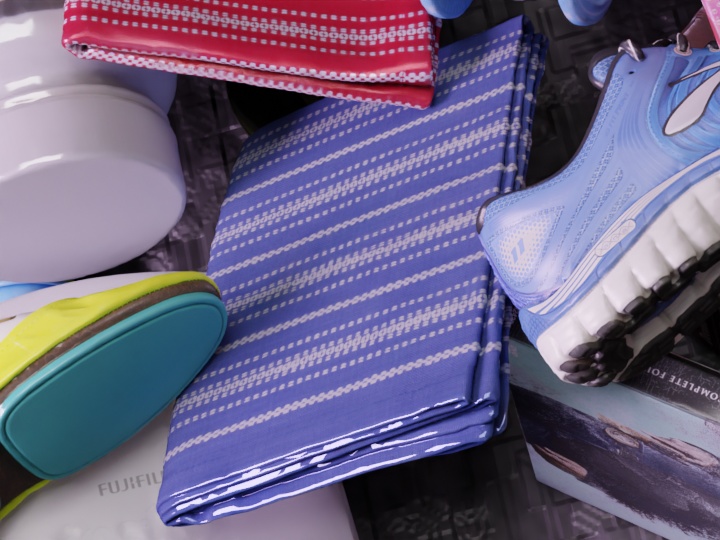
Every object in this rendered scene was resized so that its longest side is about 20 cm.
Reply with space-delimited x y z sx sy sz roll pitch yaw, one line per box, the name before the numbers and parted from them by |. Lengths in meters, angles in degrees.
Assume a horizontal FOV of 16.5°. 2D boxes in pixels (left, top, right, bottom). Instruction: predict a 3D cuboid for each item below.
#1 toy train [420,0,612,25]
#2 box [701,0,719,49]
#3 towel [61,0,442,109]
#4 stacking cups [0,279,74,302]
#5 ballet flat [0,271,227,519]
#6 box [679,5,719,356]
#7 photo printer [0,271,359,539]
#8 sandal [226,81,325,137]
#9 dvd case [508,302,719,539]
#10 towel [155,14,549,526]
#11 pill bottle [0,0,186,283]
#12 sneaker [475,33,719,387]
toy train | 0.083 -0.160 0.942 0.087 0.200 0.114 7 109 30
box | 0.140 -0.146 0.789 0.103 0.095 0.200 -21 24 11
towel | -0.034 -0.154 0.971 0.144 0.022 0.200 8 55 -5
stacking cups | -0.136 0.032 1.030 0.060 0.061 0.200 -14 69 6
ballet flat | -0.139 0.058 0.882 0.200 0.067 0.067 -44 56 -12
box | 0.220 -0.021 0.910 0.200 0.164 0.166 40 81 24
photo printer | -0.085 0.099 0.944 0.166 0.069 0.200 -11 72 -16
sandal | 0.004 -0.046 1.022 0.080 0.057 0.201 -28 48 -1
dvd case | 0.147 0.080 0.894 0.200 0.146 0.022 22 70 19
towel | 0.000 0.000 0.907 0.145 0.024 0.200 -20 39 29
pill bottle | -0.137 -0.104 0.993 0.114 0.114 0.200 -18 64 4
sneaker | 0.121 -0.055 0.813 0.200 0.079 0.089 -38 67 -3
